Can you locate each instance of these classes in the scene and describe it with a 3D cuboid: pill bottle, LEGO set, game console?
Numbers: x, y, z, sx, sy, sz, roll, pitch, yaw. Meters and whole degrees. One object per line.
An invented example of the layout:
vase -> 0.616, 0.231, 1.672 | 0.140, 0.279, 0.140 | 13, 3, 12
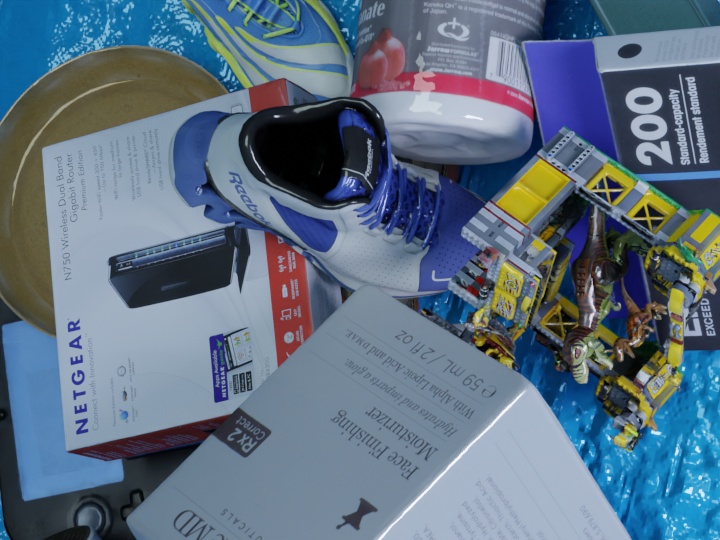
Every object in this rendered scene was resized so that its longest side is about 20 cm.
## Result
pill bottle -> 0.056, -0.171, 1.440 | 0.110, 0.111, 0.202 | 2, 78, 23
LEGO set -> 0.116, 0.028, 1.375 | 0.154, 0.200, 0.116 | 40, 59, 10
game console -> -0.159, 0.080, 1.585 | 0.176, 0.031, 0.201 | -13, 78, 20

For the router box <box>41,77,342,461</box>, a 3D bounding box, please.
router box -> -0.103, 0.003, 1.500 | 0.178, 0.049, 0.201 | -14, 72, 23

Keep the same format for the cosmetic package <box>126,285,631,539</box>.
cosmetic package -> 0.014, 0.152, 1.372 | 0.200, 0.165, 0.165 | -44, 38, -14

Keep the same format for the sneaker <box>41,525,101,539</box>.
sneaker -> -0.228, 0.231, 1.570 | 0.199, 0.073, 0.085 | -19, 114, 35

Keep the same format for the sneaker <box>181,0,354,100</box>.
sneaker -> -0.084, -0.175, 1.553 | 0.076, 0.105, 0.200 | -44, 68, 10

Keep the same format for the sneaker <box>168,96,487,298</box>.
sneaker -> -0.002, -0.042, 1.394 | 0.115, 0.198, 0.081 | -12, 61, 62

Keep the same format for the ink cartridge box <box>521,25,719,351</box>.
ink cartridge box -> 0.199, -0.044, 1.387 | 0.199, 0.043, 0.199 | -2, 124, 22

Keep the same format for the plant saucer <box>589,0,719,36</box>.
plant saucer -> 0.154, -0.184, 1.433 | 0.070, 0.019, 0.201 | -42, 55, 28

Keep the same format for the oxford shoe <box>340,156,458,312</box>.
oxford shoe -> 0.000, 0.000, 1.507 | 0.070, 0.075, 0.201 | 13, 87, 24

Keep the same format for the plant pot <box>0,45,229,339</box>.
plant pot -> -0.156, -0.047, 1.583 | 0.199, 0.027, 0.202 | -4, 76, 16
